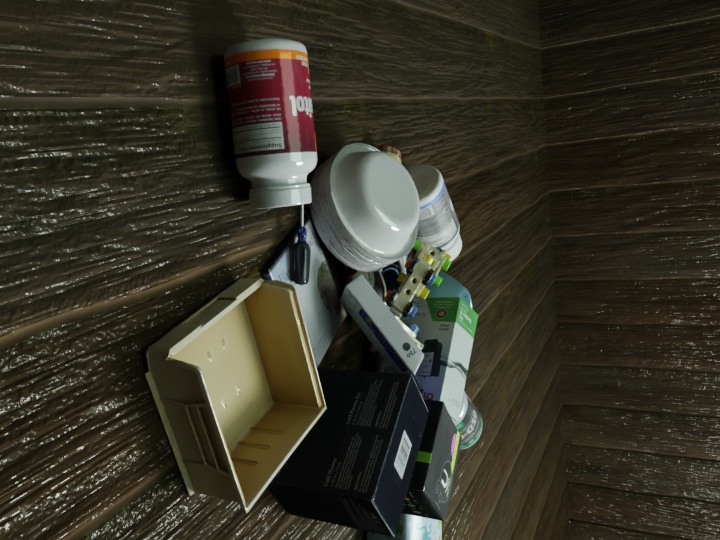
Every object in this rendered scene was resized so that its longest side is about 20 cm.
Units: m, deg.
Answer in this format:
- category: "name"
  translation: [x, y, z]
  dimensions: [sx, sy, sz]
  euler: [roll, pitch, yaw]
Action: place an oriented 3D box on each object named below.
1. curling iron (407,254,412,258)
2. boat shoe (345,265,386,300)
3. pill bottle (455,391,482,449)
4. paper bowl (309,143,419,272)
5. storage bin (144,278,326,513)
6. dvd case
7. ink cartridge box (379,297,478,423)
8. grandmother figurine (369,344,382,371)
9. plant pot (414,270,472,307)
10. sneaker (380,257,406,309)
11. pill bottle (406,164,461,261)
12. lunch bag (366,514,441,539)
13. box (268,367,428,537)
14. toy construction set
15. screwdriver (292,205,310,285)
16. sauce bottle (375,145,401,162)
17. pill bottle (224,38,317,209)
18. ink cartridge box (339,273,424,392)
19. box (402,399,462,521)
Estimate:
- category: "curling iron"
  translation: [0.080, -0.089, 1.240]
  dimensions: [0.049, 0.025, 0.205]
  euler: [-37, 133, -41]
- category: "boat shoe"
  translation: [0.000, 0.000, 1.078]
  dimensions: [0.061, 0.070, 0.207]
  euler: [-6, 92, -43]
- category: "pill bottle"
  translation: [0.200, 0.319, 1.403]
  dimensions: [0.201, 0.110, 0.116]
  euler: [52, 45, -48]
- category: "paper bowl"
  translation: [0.020, -0.110, 1.010]
  dimensions: [0.197, 0.103, 0.206]
  euler: [22, 56, -37]
- category: "storage bin"
  translation: [-0.146, 0.140, 0.767]
  dimensions: [0.200, 0.091, 0.204]
  euler: [-44, 127, -54]
- category: "dvd case"
  translation: [-0.081, 0.038, 0.973]
  dimensions: [0.144, 0.017, 0.204]
  euler: [-58, 138, -45]
- category: "ink cartridge box"
  translation: [0.118, 0.158, 1.114]
  dimensions: [0.083, 0.143, 0.205]
  euler: [38, 58, -45]
- category: "grandmother figurine"
  translation: [0.055, 0.131, 1.193]
  dimensions: [0.121, 0.059, 0.207]
  euler: [-10, 101, -71]
- category: "plant pot"
  translation: [0.164, 0.088, 1.319]
  dimensions: [0.199, 0.131, 0.207]
  euler: [5, 84, -62]
- category: "sneaker"
  translation: [0.057, -0.015, 1.152]
  dimensions: [0.073, 0.070, 0.205]
  euler: [116, -19, -57]
- category: "pill bottle"
  translation: [0.147, -0.112, 1.317]
  dimensions: [0.202, 0.111, 0.116]
  euler: [60, 40, -43]
- category: "lunch bag"
  translation: [0.099, 0.470, 1.190]
  dimensions: [0.198, 0.125, 0.176]
  euler: [14, 76, -51]
- category: "box"
  translation: [-0.014, 0.260, 0.921]
  dimensions: [0.106, 0.177, 0.203]
  euler: [64, 38, -39]
- category: "toy construction set"
  translation: [0.091, 0.038, 1.059]
  dimensions: [0.131, 0.090, 0.205]
  euler: [87, 22, -78]
- category: "screwdriver"
  translation: [-0.087, -0.082, 0.914]
  dimensions: [0.029, 0.027, 0.207]
  euler: [-105, -165, -87]
- category: "sauce bottle"
  translation: [0.036, -0.131, 1.158]
  dimensions: [0.066, 0.064, 0.206]
  euler: [34, 59, -56]
- category: "pill bottle"
  translation: [-0.115, -0.189, 0.819]
  dimensions: [0.112, 0.110, 0.207]
  euler: [-20, 107, -60]
- category: "ink cartridge box"
  translation: [0.042, 0.106, 0.990]
  dimensions: [0.039, 0.100, 0.202]
  euler: [-34, 83, -16]
- category: "box"
  translation: [0.050, 0.303, 1.023]
  dimensions: [0.125, 0.195, 0.151]
  euler: [59, 40, -42]
